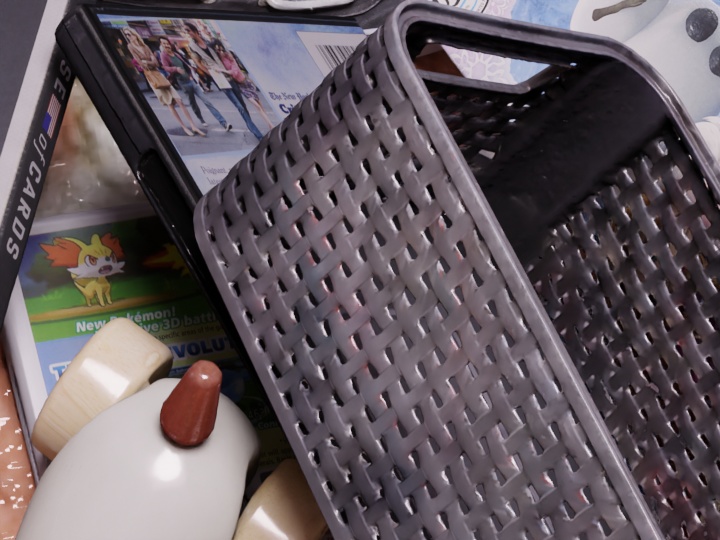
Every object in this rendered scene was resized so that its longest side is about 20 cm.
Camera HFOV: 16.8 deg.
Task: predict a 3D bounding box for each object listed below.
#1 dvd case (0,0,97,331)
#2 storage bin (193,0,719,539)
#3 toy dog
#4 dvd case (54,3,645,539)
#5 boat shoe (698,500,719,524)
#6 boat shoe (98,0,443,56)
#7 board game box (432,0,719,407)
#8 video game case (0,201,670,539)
[{"bbox_3d":[-0.168,-0.045,0.771,0.150,0.025,0.201,5,63,16],"label":"dvd case"},{"bbox_3d":[0.057,0.035,0.684,0.135,0.094,0.201,4,53,-49],"label":"storage bin"},{"bbox_3d":[-0.082,0.096,0.688,0.131,0.096,0.201,15,62,1],"label":"toy dog"},{"bbox_3d":[0.000,0.000,0.760,0.142,0.018,0.200,-5,59,-53],"label":"dvd case"},{"bbox_3d":[0.181,0.031,0.779,0.071,0.200,0.063,36,20,-11],"label":"boat shoe"},{"bbox_3d":[-0.021,-0.118,0.857,0.199,0.068,0.072,-7,64,-17],"label":"boat shoe"},{"bbox_3d":[0.136,-0.091,0.777,0.043,0.200,0.199,25,25,-50],"label":"board game box"},{"bbox_3d":[-0.007,0.053,0.795,0.199,0.022,0.183,-9,65,-17],"label":"video game case"}]
